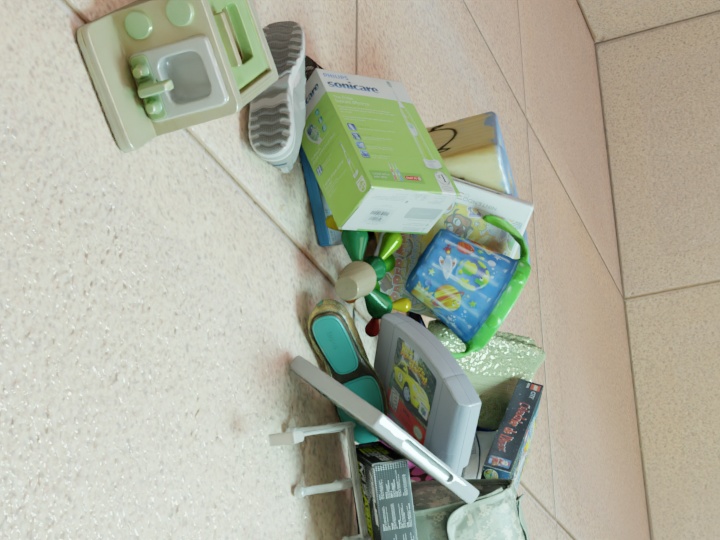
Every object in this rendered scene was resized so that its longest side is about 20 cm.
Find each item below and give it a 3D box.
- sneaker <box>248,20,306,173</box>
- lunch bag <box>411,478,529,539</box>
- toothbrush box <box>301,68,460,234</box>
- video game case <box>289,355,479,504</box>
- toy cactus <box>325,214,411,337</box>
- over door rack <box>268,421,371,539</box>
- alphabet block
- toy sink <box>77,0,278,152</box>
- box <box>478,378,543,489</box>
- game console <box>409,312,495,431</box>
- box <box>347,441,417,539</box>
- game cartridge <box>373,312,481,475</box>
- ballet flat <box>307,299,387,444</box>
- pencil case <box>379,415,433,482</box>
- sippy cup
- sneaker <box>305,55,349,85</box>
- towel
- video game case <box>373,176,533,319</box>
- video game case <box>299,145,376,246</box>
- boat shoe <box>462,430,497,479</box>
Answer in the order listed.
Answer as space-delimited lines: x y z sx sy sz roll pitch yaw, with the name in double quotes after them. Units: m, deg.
-0.103 -0.213 1.504 0.082 0.075 0.200 67 26 -64 "sneaker"
0.122 0.357 1.564 0.118 0.200 0.164 -40 117 -66 "lunch bag"
0.015 -0.150 1.560 0.145 0.086 0.200 1 53 -38 "toothbrush box"
0.025 0.182 1.413 0.182 0.200 0.022 42 82 -33 "video game case"
0.000 0.000 1.566 0.165 0.102 0.201 -36 119 -67 "toy cactus"
-0.053 0.244 1.356 0.200 0.066 0.148 9 71 -71 "over door rack"
0.124 -0.095 1.772 0.195 0.199 0.197 -77 152 -69 "alphabet block"
-0.174 -0.217 1.235 0.200 0.112 0.131 -54 129 -63 "toy sink"
0.200 0.259 1.671 0.200 0.038 0.137 -55 155 -54 "box"
0.145 0.165 1.857 0.118 0.170 0.200 -48 128 -32 "game console"
0.030 0.311 1.445 0.160 0.044 0.201 -178 -99 -80 "box"
0.075 0.144 1.499 0.200 0.041 0.133 47 -47 47 "game cartridge"
-0.014 0.123 1.540 0.071 0.071 0.200 -64 137 -59 "ballet flat"
0.071 0.244 1.666 0.091 0.094 0.200 40 5 28 "pencil case"
0.135 0.017 1.617 0.130 0.140 0.178 31 45 0 "sippy cup"
-0.033 -0.246 1.655 0.200 0.084 0.077 19 60 -66 "sneaker"
0.156 0.147 1.714 0.200 0.149 0.036 15 15 -28 "towel"
0.117 -0.028 1.678 0.023 0.182 0.200 -88 -164 -67 "video game case"
-0.027 -0.108 1.690 0.200 0.018 0.144 -11 89 -69 "video game case"
0.173 0.303 1.810 0.200 0.067 0.074 94 -13 -55 "boat shoe"
